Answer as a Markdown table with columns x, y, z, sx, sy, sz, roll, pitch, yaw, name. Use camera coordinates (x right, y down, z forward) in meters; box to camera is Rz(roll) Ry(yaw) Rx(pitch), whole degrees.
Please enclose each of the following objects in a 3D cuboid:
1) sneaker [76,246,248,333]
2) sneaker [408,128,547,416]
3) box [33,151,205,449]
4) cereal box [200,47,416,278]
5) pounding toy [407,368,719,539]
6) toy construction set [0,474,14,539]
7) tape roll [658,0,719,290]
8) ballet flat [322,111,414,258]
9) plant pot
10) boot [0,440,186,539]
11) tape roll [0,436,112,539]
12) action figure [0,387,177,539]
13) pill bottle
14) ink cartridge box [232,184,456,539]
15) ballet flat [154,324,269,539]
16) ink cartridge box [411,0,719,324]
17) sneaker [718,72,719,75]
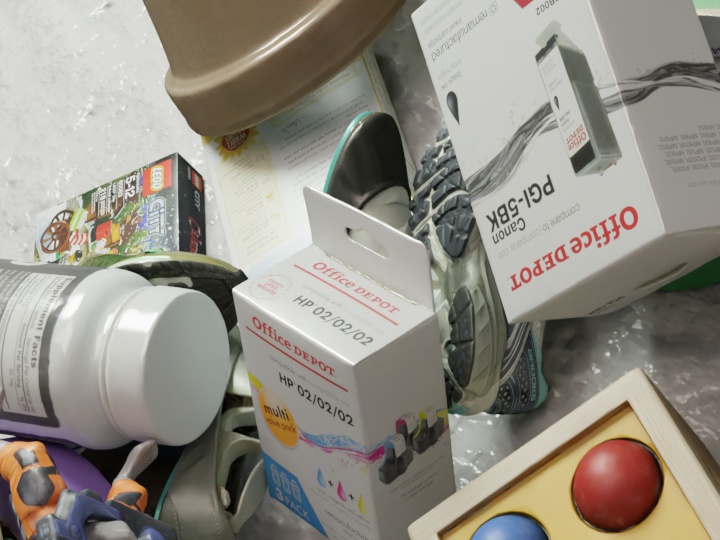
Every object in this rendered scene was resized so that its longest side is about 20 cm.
| x | y | z | sx | sy | sz | roll | pitch | yaw | name |
| --- | --- | --- | --- | --- | --- | --- | --- | --- | --- |
| -0.147 | 0.006 | 1.155 | 0.198 | 0.077 | 0.089 | -7 | 33 | 37 | sneaker |
| 0.082 | -0.005 | 1.044 | 0.077 | 0.086 | 0.202 | -16 | 65 | 52 | sneaker |
| -0.179 | 0.023 | 1.243 | 0.135 | 0.038 | 0.202 | -22 | 52 | 22 | box |
| -0.034 | -0.066 | 1.200 | 0.143 | 0.040 | 0.201 | -29 | 50 | 15 | cereal box |
| 0.143 | 0.167 | 0.858 | 0.183 | 0.142 | 0.201 | -36 | 48 | 10 | pounding toy |
| -0.270 | 0.167 | 1.018 | 0.130 | 0.092 | 0.202 | -24 | 90 | 33 | toy construction set |
| 0.201 | -0.087 | 1.047 | 0.199 | 0.048 | 0.202 | -17 | 54 | 25 | tape roll |
| 0.000 | 0.000 | 1.086 | 0.068 | 0.068 | 0.202 | 33 | 116 | 31 | ballet flat |
| -0.089 | -0.224 | 1.206 | 0.199 | 0.175 | 0.201 | -31 | 22 | 14 | plant pot |
| -0.184 | 0.162 | 1.153 | 0.198 | 0.075 | 0.097 | -3 | 40 | 35 | boot |
| -0.228 | 0.209 | 1.077 | 0.198 | 0.065 | 0.203 | 2 | 94 | 35 | tape roll |
| -0.133 | 0.170 | 0.931 | 0.104 | 0.200 | 0.194 | -40 | 39 | 14 | action figure |
| -0.190 | 0.053 | 1.073 | 0.198 | 0.113 | 0.114 | 5 | 64 | 29 | pill bottle |
| -0.010 | 0.065 | 0.988 | 0.068 | 0.202 | 0.115 | -30 | 39 | -31 | ink cartridge box |
| -0.081 | 0.107 | 1.094 | 0.063 | 0.068 | 0.201 | -5 | 42 | 16 | ballet flat |
| 0.124 | -0.088 | 0.950 | 0.147 | 0.082 | 0.202 | -35 | 68 | 51 | ink cartridge box |
| 0.167 | -0.101 | 1.017 | 0.082 | 0.070 | 0.201 | -59 | 45 | 34 | sneaker |
